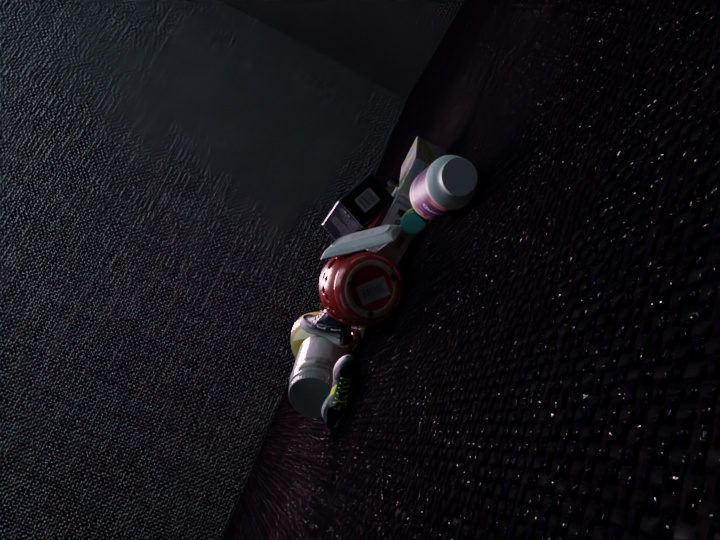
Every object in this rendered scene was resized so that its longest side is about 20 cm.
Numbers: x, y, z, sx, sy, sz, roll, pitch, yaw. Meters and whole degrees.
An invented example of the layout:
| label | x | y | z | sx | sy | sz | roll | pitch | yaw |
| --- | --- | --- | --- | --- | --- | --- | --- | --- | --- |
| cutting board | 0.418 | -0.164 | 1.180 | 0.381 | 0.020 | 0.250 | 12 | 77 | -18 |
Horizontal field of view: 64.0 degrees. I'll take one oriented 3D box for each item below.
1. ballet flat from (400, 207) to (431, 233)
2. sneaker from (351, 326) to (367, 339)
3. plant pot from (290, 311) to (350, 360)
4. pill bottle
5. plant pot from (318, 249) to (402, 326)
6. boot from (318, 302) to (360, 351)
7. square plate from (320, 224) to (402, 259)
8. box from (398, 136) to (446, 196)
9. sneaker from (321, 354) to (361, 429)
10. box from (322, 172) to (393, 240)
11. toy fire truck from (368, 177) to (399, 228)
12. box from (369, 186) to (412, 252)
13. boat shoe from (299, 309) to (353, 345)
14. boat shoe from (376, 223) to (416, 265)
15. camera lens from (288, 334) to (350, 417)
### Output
| label | x | y | z | sx | sy | sz | roll | pitch | yaw |
| --- | --- | --- | --- | --- | --- | --- | --- | --- | --- |
| ballet flat | 0.168 | -0.155 | 1.495 | 0.067 | 0.067 | 0.200 | -45 | 0 | -25 |
| sneaker | 0.022 | 0.095 | 1.631 | 0.074 | 0.083 | 0.204 | 11 | 97 | 57 |
| plant pot | -0.099 | 0.214 | 1.804 | 0.141 | 0.199 | 0.202 | -25 | 35 | 46 |
| pill bottle | 0.179 | -0.178 | 1.231 | 0.114 | 0.111 | 0.200 | -66 | 7 | -7 |
| plant pot | 0.004 | 0.042 | 1.469 | 0.203 | 0.198 | 0.182 | -66 | 12 | -9 |
| boot | -0.052 | 0.138 | 1.723 | 0.077 | 0.153 | 0.202 | -57 | 11 | 45 |
| square plate | 0.004 | -0.081 | 1.511 | 0.198 | 0.197 | 0.029 | -56 | -49 | -73 |
| box | 0.179 | -0.287 | 1.651 | 0.201 | 0.100 | 0.113 | -77 | 13 | -59 |
| sneaker | -0.043 | 0.313 | 1.460 | 0.085 | 0.073 | 0.203 | -111 | 37 | -73 |
| box | -0.011 | -0.174 | 1.715 | 0.148 | 0.104 | 0.200 | -43 | 1 | -25 |
| toy fire truck | 0.088 | -0.179 | 1.916 | 0.175 | 0.128 | 0.202 | -26 | -34 | -48 |
| box | 0.086 | -0.138 | 1.713 | 0.202 | 0.059 | 0.117 | -61 | 9 | 18 |
| boat shoe | -0.101 | 0.139 | 1.651 | 0.074 | 0.198 | 0.094 | -27 | -57 | -44 |
| boat shoe | 0.093 | -0.056 | 1.618 | 0.202 | 0.070 | 0.072 | -51 | -4 | -8 |
| camera lens | -0.114 | 0.294 | 1.642 | 0.161 | 0.158 | 0.201 | -61 | 8 | 31 |
